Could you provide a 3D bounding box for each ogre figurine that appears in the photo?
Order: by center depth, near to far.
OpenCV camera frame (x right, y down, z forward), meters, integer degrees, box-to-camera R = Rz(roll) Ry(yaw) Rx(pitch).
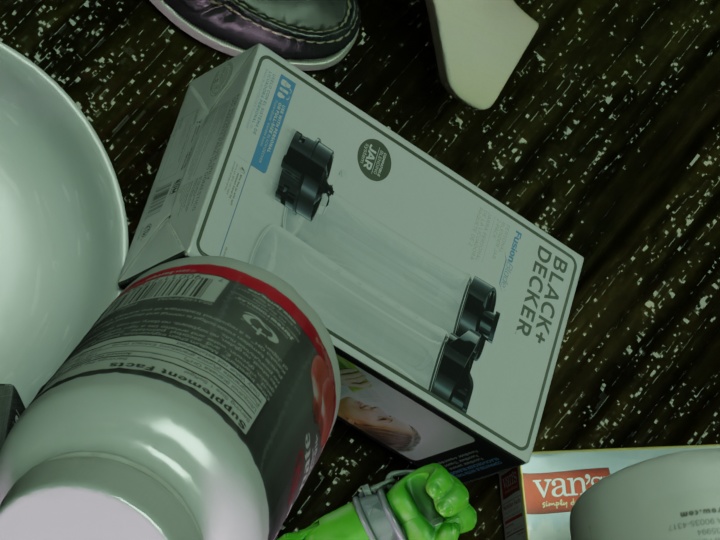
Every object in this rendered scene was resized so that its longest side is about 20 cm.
[{"bbox_3d":[-0.011,0.183,1.157,0.119,0.201,0.098,0,29,-2],"label":"ogre figurine"}]

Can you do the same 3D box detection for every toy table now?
[{"bbox_3d":[0.057,-0.183,1.284,0.117,0.200,0.184,30,103,-16],"label":"toy table"}]

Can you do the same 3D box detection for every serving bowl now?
[{"bbox_3d":[-0.206,-0.008,1.208,0.199,0.066,0.201,5,73,-17],"label":"serving bowl"}]

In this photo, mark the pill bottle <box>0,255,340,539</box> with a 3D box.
[{"bbox_3d":[-0.081,0.078,1.085,0.111,0.111,0.200,41,25,-4],"label":"pill bottle"}]

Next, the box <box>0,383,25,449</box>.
[{"bbox_3d":[-0.237,0.121,1.081,0.199,0.048,0.159,-1,52,6],"label":"box"}]

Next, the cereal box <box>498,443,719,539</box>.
[{"bbox_3d":[0.145,0.182,1.288,0.143,0.040,0.201,0,75,-15],"label":"cereal box"}]

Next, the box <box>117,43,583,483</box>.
[{"bbox_3d":[0.000,0.000,1.246,0.200,0.060,0.117,33,58,-25],"label":"box"}]

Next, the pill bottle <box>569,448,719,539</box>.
[{"bbox_3d":[0.158,0.189,1.189,0.114,0.114,0.201,4,62,-18],"label":"pill bottle"}]

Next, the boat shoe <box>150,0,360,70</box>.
[{"bbox_3d":[-0.081,-0.168,1.299,0.200,0.060,0.074,37,65,-6],"label":"boat shoe"}]
